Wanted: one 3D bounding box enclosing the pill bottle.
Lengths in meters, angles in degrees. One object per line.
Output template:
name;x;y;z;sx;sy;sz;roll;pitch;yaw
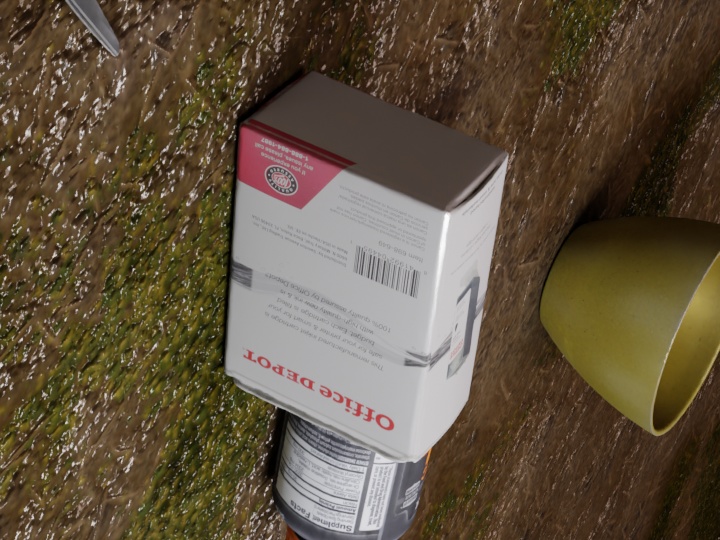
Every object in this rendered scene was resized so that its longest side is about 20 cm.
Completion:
pill bottle;-0.004;0.120;1.454;0.106;0.106;0.201;-37;146;-51

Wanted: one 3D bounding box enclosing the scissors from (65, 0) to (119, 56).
scissors;-0.148;-0.145;0.957;0.073;0.014;0.200;-56;158;-29

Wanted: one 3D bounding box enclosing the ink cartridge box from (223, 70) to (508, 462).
ink cartridge box;0.000;0.000;1.275;0.085;0.145;0.201;-44;150;-46

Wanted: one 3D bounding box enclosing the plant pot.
plant pot;0.248;0.029;1.903;0.200;0.142;0.201;-49;154;-35
